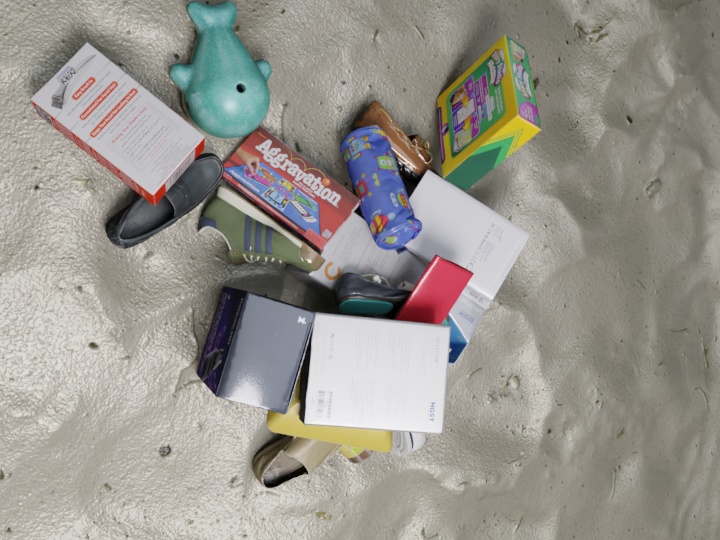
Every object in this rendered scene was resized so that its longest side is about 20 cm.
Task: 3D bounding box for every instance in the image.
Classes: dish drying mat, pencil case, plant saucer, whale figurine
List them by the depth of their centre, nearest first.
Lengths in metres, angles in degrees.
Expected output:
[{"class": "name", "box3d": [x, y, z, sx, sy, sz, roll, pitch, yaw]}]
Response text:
[{"class": "whale figurine", "box3d": [-0.197, -0.295, 1.070, 0.159, 0.104, 0.201, -10, 98, -28]}, {"class": "dish drying mat", "box3d": [0.090, 0.072, 1.121, 0.077, 0.018, 0.200, 24, 105, -26]}, {"class": "plant saucer", "box3d": [-0.035, 0.165, 1.139, 0.199, 0.049, 0.201, 14, 49, -13]}, {"class": "pencil case", "box3d": [0.035, -0.128, 1.155, 0.087, 0.078, 0.201, -7, 65, -29]}]

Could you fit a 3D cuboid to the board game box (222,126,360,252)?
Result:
[{"class": "board game box", "box3d": [-0.109, -0.127, 1.124, 0.200, 0.019, 0.103, 36, 72, 6]}]

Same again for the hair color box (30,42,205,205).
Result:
[{"class": "hair color box", "box3d": [-0.323, -0.196, 0.993, 0.200, 0.064, 0.111, 39, 74, -6]}]

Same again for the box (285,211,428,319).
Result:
[{"class": "box", "box3d": [0.000, 0.000, 1.206, 0.200, 0.097, 0.125, 34, 77, -27]}]

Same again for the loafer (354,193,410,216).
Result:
[{"class": "loafer", "box3d": [0.071, -0.090, 1.261, 0.199, 0.075, 0.070, 21, 88, -20]}]

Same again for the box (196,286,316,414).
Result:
[{"class": "box", "box3d": [-0.155, 0.108, 1.060, 0.104, 0.200, 0.149, 18, 84, -19]}]

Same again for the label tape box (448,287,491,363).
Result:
[{"class": "label tape box", "box3d": [0.160, 0.059, 1.269, 0.066, 0.143, 0.200, 36, 76, -12]}]

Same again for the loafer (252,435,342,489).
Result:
[{"class": "loafer", "box3d": [-0.082, 0.282, 1.155, 0.200, 0.067, 0.076, -39, 111, 7]}]

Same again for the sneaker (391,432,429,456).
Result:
[{"class": "sneaker", "box3d": [0.079, 0.221, 1.290, 0.080, 0.076, 0.201, -14, 105, -40]}]

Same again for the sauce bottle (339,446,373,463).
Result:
[{"class": "sauce bottle", "box3d": [-0.052, 0.236, 1.212, 0.065, 0.065, 0.200, -48, 115, -18]}]

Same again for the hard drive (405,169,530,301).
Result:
[{"class": "hard drive", "box3d": [0.161, -0.058, 1.205, 0.200, 0.025, 0.132, 32, 77, 2]}]

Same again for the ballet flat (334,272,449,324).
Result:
[{"class": "ballet flat", "box3d": [0.052, 0.043, 1.147, 0.199, 0.073, 0.073, 13, 87, -24]}]

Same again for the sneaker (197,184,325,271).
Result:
[{"class": "sneaker", "box3d": [-0.156, -0.038, 1.103, 0.200, 0.067, 0.090, 35, 87, 7]}]

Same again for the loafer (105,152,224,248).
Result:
[{"class": "loafer", "box3d": [-0.274, -0.100, 1.057, 0.200, 0.070, 0.068, -41, 113, -20]}]

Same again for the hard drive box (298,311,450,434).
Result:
[{"class": "hard drive box", "box3d": [0.020, 0.147, 1.051, 0.199, 0.077, 0.157, 7, 83, -10]}]

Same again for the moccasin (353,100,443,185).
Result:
[{"class": "moccasin", "box3d": [0.079, -0.209, 1.257, 0.201, 0.074, 0.078, 39, 83, -16]}]

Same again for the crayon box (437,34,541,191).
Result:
[{"class": "crayon box", "box3d": [0.207, -0.261, 1.217, 0.058, 0.172, 0.201, 25, 48, -29]}]
